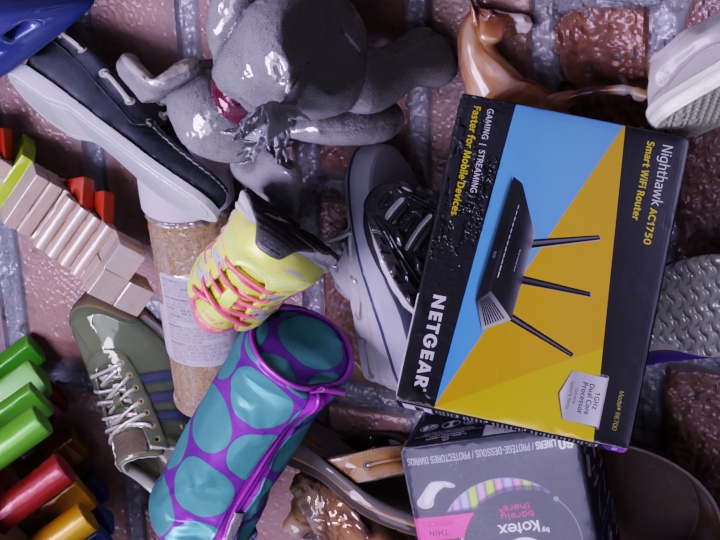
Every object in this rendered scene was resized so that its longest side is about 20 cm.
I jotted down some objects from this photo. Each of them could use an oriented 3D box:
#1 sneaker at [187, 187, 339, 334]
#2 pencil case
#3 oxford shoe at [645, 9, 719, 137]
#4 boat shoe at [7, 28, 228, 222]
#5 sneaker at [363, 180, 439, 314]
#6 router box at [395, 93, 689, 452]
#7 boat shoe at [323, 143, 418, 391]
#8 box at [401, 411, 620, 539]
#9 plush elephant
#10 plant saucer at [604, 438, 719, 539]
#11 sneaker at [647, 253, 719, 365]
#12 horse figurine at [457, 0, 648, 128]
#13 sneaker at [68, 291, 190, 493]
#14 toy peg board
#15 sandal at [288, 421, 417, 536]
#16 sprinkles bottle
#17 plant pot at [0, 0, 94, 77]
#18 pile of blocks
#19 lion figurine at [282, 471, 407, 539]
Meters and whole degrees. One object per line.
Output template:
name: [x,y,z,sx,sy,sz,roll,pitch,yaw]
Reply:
sneaker: [-0.074,0.005,1.397,0.078,0.090,0.200,38,171,-2]
pencil case: [-0.079,0.119,1.501,0.200,0.085,0.093,-60,43,35]
oxford shoe: [0.255,-0.148,1.280,0.200,0.075,0.058,-28,61,33]
boat shoe: [-0.159,-0.105,1.445,0.200,0.060,0.076,36,167,22]
sneaker: [0.057,0.014,1.430,0.079,0.074,0.200,18,155,51]
router box: [0.115,0.002,1.317,0.149,0.051,0.201,11,82,5]
boat shoe: [0.002,-0.002,1.479,0.086,0.075,0.202,7,130,29]
box: [0.110,0.189,1.404,0.122,0.106,0.201,-9,102,14]
plush elephant: [-0.062,-0.128,1.375,0.155,0.200,0.165,-14,122,50]
plant saucer: [0.162,0.180,1.512,0.200,0.035,0.201,4,134,4]
sneaker: [0.180,0.032,1.403,0.200,0.100,0.070,-12,93,-10]
horse figurine: [0.116,-0.072,1.393,0.132,0.050,0.200,14,122,8]
sneaker: [-0.163,0.112,1.602,0.067,0.090,0.200,-27,106,35]
toy peg board: [-0.246,0.161,1.621,0.098,0.200,0.199,-36,113,5]
sandal: [0.006,0.141,1.570,0.200,0.082,0.055,31,106,11]
sprinkles bottle: [-0.117,0.012,1.533,0.068,0.068,0.200,6,122,20]
plant pot: [-0.333,-0.205,1.395,0.200,0.180,0.200,-30,88,35]
pile of blocks: [-0.221,-0.053,1.539,0.200,0.082,0.062,39,105,3]
lion figurine: [0.018,0.225,1.563,0.123,0.072,0.200,56,170,-32]
